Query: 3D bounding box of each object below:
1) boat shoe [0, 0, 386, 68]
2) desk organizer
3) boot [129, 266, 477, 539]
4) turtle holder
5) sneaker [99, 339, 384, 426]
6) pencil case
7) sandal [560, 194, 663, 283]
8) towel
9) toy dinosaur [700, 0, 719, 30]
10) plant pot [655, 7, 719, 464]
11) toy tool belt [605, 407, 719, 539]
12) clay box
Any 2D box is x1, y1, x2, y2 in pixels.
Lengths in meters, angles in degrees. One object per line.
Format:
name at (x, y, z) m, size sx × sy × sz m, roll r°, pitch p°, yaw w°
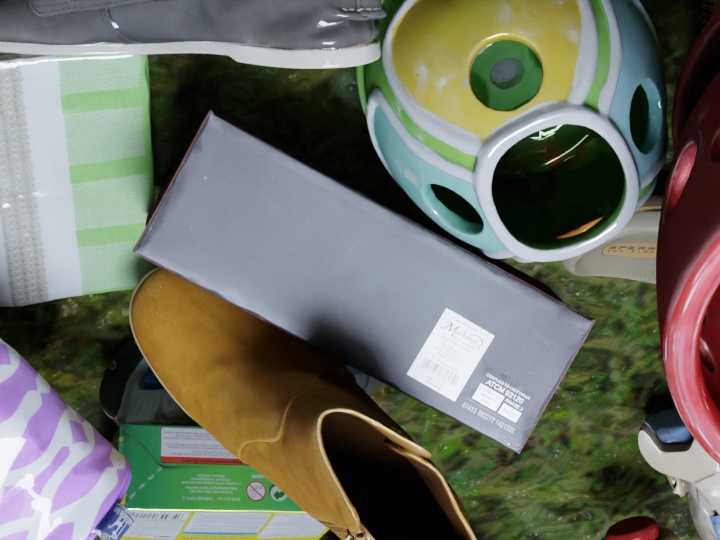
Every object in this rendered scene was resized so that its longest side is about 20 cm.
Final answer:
boat shoe at (-0.082, -0.118, 0.701) m, size 0.199 × 0.067 × 0.057 m, roll 5°, pitch 104°, yaw 22°
desk organizer at (0.000, 0.000, 0.784) m, size 0.199 × 0.077 × 0.072 m, roll 28°, pitch 97°, yaw -11°
boot at (-0.024, 0.062, 0.747) m, size 0.201 × 0.144 × 0.071 m, roll 43°, pitch 81°, yaw 2°
turtle holder at (0.071, -0.089, 0.739) m, size 0.140 × 0.132 × 0.186 m, roll -6°, pitch 130°, yaw -7°
sneaker at (-0.029, 0.052, 0.879) m, size 0.199 × 0.075 × 0.087 m, roll -17°, pitch 137°, yaw 11°
pencil case at (-0.194, 0.059, 0.751) m, size 0.200 × 0.086 × 0.084 m, roll 46°, pitch 151°, yaw -15°
sandal at (0.200, -0.002, 0.876) m, size 0.199 × 0.054 × 0.080 m, roll 0°, pitch 151°, yaw -11°
towel at (-0.196, -0.042, 0.789) m, size 0.199 × 0.031 × 0.150 m, roll -6°, pitch 132°, yaw -11°
toy dinosaur at (0.212, -0.105, 0.796) m, size 0.199 × 0.086 × 0.136 m, roll 25°, pitch 126°, yaw -22°
plant pot at (0.217, -0.026, 0.691) m, size 0.199 × 0.183 × 0.201 m, roll 2°, pitch 130°, yaw 2°
toy tool belt at (0.216, 0.099, 0.952) m, size 0.199 × 0.125 × 0.123 m, roll -21°, pitch 99°, yaw 0°
clay box at (-0.087, 0.132, 0.898) m, size 0.114 × 0.048 × 0.200 m, roll 4°, pitch 158°, yaw -16°
